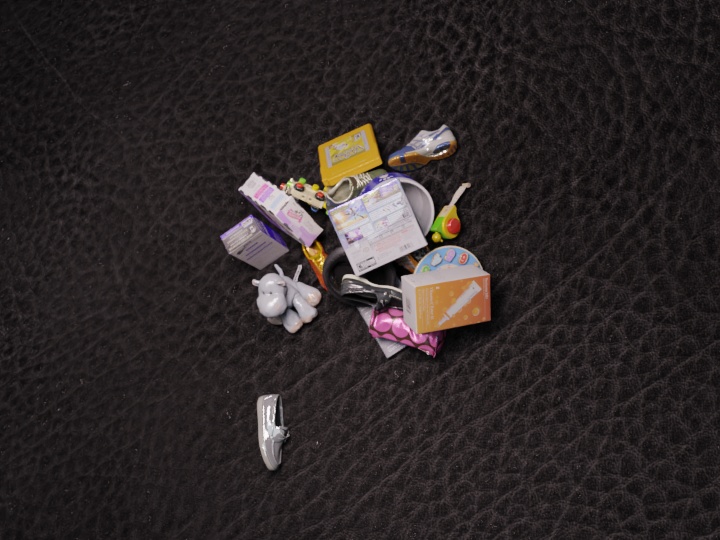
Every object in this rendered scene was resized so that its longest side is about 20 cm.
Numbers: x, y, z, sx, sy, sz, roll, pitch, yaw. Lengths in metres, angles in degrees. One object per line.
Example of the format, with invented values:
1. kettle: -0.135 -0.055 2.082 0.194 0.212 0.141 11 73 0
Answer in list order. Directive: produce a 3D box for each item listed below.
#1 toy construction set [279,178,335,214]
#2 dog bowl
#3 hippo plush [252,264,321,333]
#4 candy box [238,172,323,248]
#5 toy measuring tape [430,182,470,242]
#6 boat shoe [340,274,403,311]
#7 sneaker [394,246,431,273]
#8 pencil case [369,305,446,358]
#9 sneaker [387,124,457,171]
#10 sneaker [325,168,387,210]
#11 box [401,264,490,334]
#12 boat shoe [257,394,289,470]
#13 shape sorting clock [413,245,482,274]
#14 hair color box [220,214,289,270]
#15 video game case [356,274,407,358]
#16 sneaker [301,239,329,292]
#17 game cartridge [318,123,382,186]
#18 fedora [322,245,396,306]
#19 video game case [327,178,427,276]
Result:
1. toy construction set: -0.135 -0.221 1.737 0.199 0.131 0.093 11 122 4
2. dog bowl: 0.091 -0.156 1.636 0.200 0.200 0.079 -39 29 4
3. hippo plush: -0.202 0.065 1.685 0.158 0.161 0.201 1 78 16
4. candy box: -0.222 -0.168 1.705 0.072 0.168 0.200 -50 48 -7
5. toy measuring tape: 0.255 -0.147 1.667 0.073 0.074 0.200 28 67 19
6. boat shoe: 0.040 0.073 1.580 0.198 0.075 0.066 21 57 -1
7. sneaker: 0.147 -0.038 1.627 0.200 0.078 0.077 40 73 -23
8. pencil case: 0.119 0.156 1.596 0.199 0.091 0.094 15 79 21
9. sneaker: 0.169 -0.346 1.732 0.199 0.075 0.089 -16 62 4
10. sneaker: -0.011 -0.223 1.656 0.200 0.090 0.067 -35 61 -6
11. box: 0.212 0.069 1.521 0.199 0.097 0.125 -9 108 -14
12. boat shoe: -0.231 0.433 1.657 0.071 0.070 0.202 -15 71 15
13. shape sorting clock: 0.230 0.036 1.592 0.199 0.039 0.201 -2 101 -10
14. hair color box: -0.293 -0.075 1.721 0.109 0.200 0.065 -34 72 6
15. video game case: 0.082 0.118 1.670 0.143 0.019 0.201 -34 72 6
16. sneaker: -0.107 -0.010 1.722 0.073 0.077 0.200 -39 72 2
17. game cartridge: -0.034 -0.329 1.744 0.176 0.033 0.200 -22 38 10
18. fedora: 0.000 0.000 1.655 0.199 0.092 0.202 4 116 7
19. video game case: 0.043 -0.108 1.544 0.199 0.045 0.182 -24 93 10
